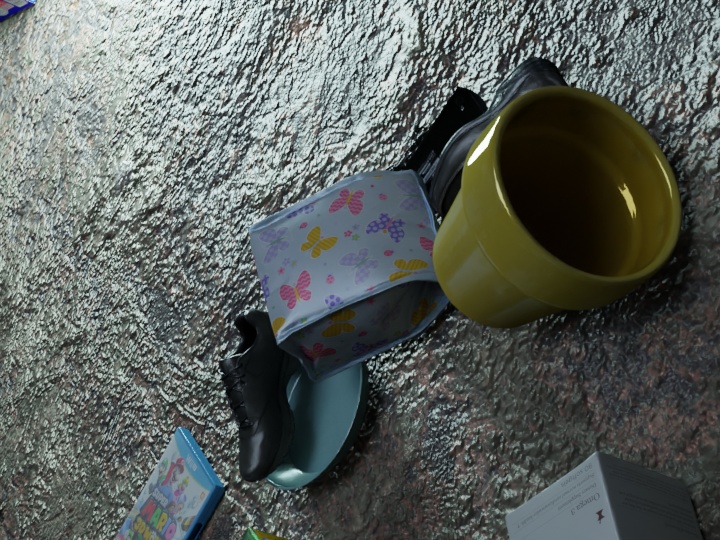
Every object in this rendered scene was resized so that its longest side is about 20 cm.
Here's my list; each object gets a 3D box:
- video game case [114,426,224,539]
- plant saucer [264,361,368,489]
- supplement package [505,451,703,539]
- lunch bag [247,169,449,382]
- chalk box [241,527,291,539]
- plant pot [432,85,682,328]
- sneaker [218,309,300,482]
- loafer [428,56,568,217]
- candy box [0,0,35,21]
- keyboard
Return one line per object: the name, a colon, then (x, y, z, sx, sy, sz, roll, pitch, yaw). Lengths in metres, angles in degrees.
video game case: (-0.245, 0.313, 2.026, 0.200, 0.018, 0.143, -60, 34, 12)
plant saucer: (-0.049, 0.153, 1.831, 0.200, 0.036, 0.200, -31, 48, 41)
supplement package: (0.213, 0.271, 1.328, 0.117, 0.117, 0.200, -41, 42, 33)
lunch bag: (0.000, 0.000, 1.754, 0.200, 0.127, 0.170, -28, 52, 11)
chalk box: (-0.089, 0.389, 1.673, 0.124, 0.124, 0.200, 36, 101, 56)
plant pot: (0.166, -0.040, 1.521, 0.189, 0.201, 0.201, 133, 144, -54)
sneaker: (-0.122, 0.137, 1.828, 0.076, 0.091, 0.200, -21, 57, 45)
loafer: (0.144, -0.126, 1.691, 0.200, 0.073, 0.072, -54, 41, 21)
candy box: (-0.646, -0.580, 3.035, 0.169, 0.077, 0.200, -8, 66, 53)
keyboard: (0.085, -0.116, 1.805, 0.200, 0.040, 0.104, -55, 46, 29)
